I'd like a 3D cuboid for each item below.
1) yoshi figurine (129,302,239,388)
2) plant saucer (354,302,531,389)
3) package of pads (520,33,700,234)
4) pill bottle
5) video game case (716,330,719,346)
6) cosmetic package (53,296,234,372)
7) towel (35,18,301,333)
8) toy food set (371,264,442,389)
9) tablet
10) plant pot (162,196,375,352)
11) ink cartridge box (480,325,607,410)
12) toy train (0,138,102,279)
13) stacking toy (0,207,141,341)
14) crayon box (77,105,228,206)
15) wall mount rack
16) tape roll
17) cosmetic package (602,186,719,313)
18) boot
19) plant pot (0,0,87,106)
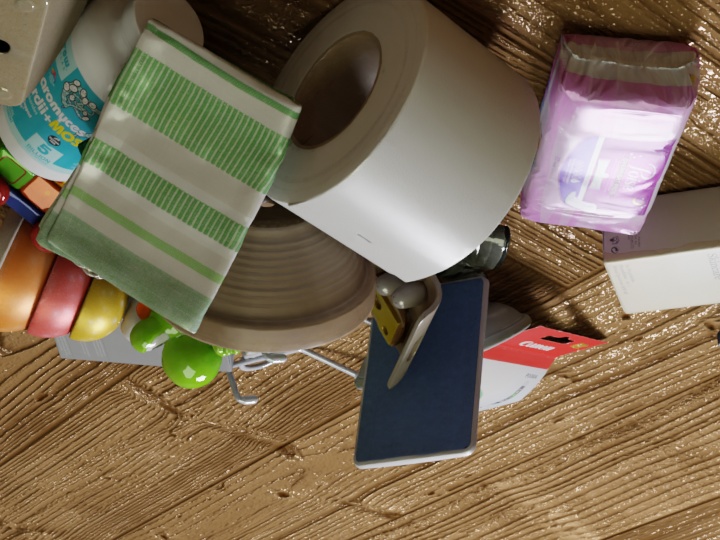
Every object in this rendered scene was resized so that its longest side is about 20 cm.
[{"bbox_3d":[-0.130,0.049,1.453,0.199,0.112,0.113,-28,143,-7],"label":"yoshi figurine"},{"bbox_3d":[0.080,0.068,1.528,0.199,0.051,0.200,-22,-178,1],"label":"plant saucer"},{"bbox_3d":[0.213,-0.118,1.257,0.119,0.076,0.201,8,147,0],"label":"package of pads"},{"bbox_3d":[-0.218,-0.163,1.228,0.110,0.111,0.199,29,140,-31],"label":"pill bottle"},{"bbox_3d":[0.446,0.048,1.454,0.142,0.019,0.200,-4,166,4],"label":"video game case"},{"bbox_3d":[-0.234,0.046,1.579,0.198,0.091,0.107,3,147,-1],"label":"cosmetic package"},{"bbox_3d":[-0.149,-0.075,1.130,0.152,0.201,0.023,29,-172,6],"label":"towel"},{"bbox_3d":[0.000,0.000,1.387,0.060,0.201,0.144,-20,155,-23],"label":"toy food set"},{"bbox_3d":[0.062,0.099,1.420,0.129,0.201,0.014,-11,142,25],"label":"tablet"},{"bbox_3d":[-0.083,-0.020,1.263,0.199,0.201,0.093,6,119,1],"label":"plant pot"},{"bbox_3d":[0.156,0.115,1.605,0.199,0.051,0.160,-16,163,34],"label":"ink cartridge box"},{"bbox_3d":[-0.264,-0.072,1.386,0.115,0.085,0.200,-33,120,27],"label":"toy train"},{"bbox_3d":[-0.289,0.027,1.473,0.199,0.147,0.146,24,145,-8],"label":"stacking toy"},{"bbox_3d":[-0.146,-0.100,1.242,0.118,0.059,0.200,-26,175,10],"label":"crayon box"},{"bbox_3d":[-0.054,0.088,1.629,0.173,0.075,0.200,-12,157,-28],"label":"wall mount rack"},{"bbox_3d":[0.027,-0.113,1.180,0.139,0.204,0.202,32,139,-34],"label":"tape roll"},{"bbox_3d":[0.340,-0.023,1.385,0.198,0.074,0.104,-8,146,22],"label":"cosmetic package"},{"bbox_3d":[0.089,-0.046,1.414,0.130,0.068,0.200,6,153,-12],"label":"boot"},{"bbox_3d":[-0.286,-0.241,1.057,0.198,0.178,0.200,16,147,-14],"label":"plant pot"}]
